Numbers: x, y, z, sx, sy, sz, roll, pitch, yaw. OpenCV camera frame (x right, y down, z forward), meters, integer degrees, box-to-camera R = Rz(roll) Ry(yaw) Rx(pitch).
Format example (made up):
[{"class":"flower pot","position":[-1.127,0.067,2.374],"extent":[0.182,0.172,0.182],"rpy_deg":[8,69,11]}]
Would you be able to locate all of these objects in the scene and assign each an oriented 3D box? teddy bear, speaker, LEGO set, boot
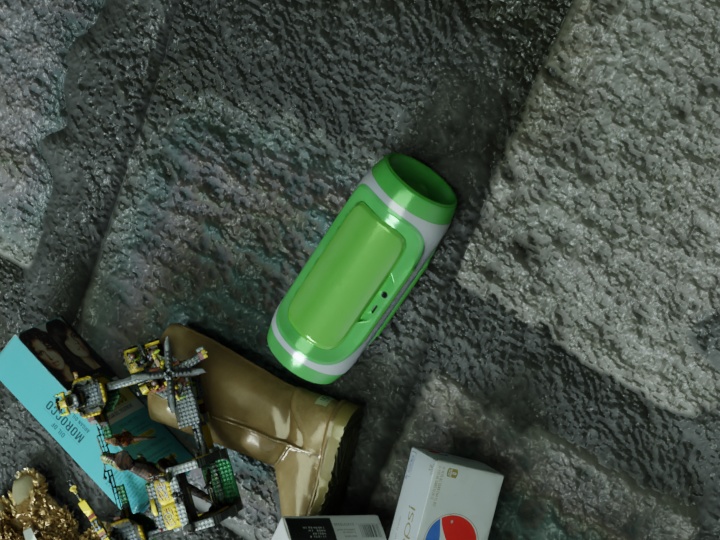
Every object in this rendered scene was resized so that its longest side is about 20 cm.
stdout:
[{"class":"teddy bear","position":[-0.299,0.291,1.509],"extent":[0.199,0.067,0.146],"rpy_deg":[34,104,20]},{"class":"speaker","position":[0.000,0.000,1.295],"extent":[0.088,0.088,0.201],"rpy_deg":[39,114,10]},{"class":"LEGO set","position":[-0.190,0.162,1.318],"extent":[0.152,0.116,0.202],"rpy_deg":[-9,88,10]},{"class":"boot","position":[-0.106,0.162,1.393],"extent":[0.199,0.066,0.177],"rpy_deg":[20,101,19]}]

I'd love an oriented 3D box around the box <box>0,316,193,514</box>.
[{"class":"box","position":[-0.252,0.137,1.436],"extent":[0.200,0.082,0.049],"rpy_deg":[45,113,7]}]

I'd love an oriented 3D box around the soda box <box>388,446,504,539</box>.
[{"class":"soda box","position":[0.059,0.259,1.298],"extent":[0.068,0.064,0.202],"rpy_deg":[15,91,-19]}]

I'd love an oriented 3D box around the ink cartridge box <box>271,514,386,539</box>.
[{"class":"ink cartridge box","position":[-0.055,0.294,1.358],"extent":[0.201,0.094,0.037],"rpy_deg":[-64,34,37]}]
